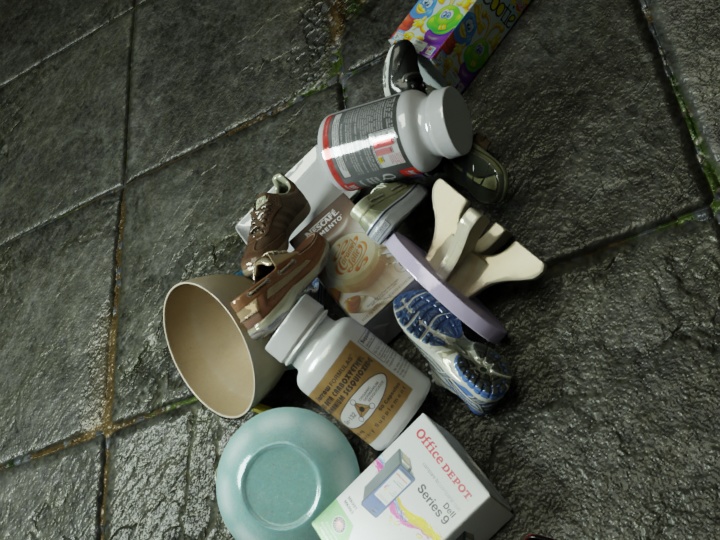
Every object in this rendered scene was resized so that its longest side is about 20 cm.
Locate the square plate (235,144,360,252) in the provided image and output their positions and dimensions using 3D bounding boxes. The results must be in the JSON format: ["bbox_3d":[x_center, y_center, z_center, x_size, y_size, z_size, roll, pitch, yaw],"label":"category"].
[{"bbox_3d":[-0.098,-0.094,1.429,0.200,0.028,0.198,-45,35,3],"label":"square plate"}]

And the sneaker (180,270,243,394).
[{"bbox_3d":[-0.230,0.087,1.394,0.082,0.073,0.202,27,92,55],"label":"sneaker"}]

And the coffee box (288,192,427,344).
[{"bbox_3d":[0.000,0.000,1.289,0.114,0.080,0.200,-41,53,-2],"label":"coffee box"}]

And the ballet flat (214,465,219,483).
[{"bbox_3d":[-0.113,0.268,1.234,0.198,0.064,0.068,-21,56,22],"label":"ballet flat"}]

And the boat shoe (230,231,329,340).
[{"bbox_3d":[-0.105,0.004,1.201,0.076,0.072,0.201,-35,15,40],"label":"boat shoe"}]

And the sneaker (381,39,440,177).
[{"bbox_3d":[0.088,-0.240,1.342,0.087,0.075,0.203,8,107,37],"label":"sneaker"}]

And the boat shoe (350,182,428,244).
[{"bbox_3d":[0.044,-0.096,1.264,0.062,0.200,0.072,42,113,1],"label":"boat shoe"}]

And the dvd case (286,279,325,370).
[{"bbox_3d":[-0.120,0.059,1.386,0.144,0.022,0.202,-14,57,27],"label":"dvd case"}]

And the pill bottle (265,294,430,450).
[{"bbox_3d":[-0.018,0.126,1.157,0.199,0.114,0.115,38,86,1],"label":"pill bottle"}]

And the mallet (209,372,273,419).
[{"bbox_3d":[-0.132,0.195,1.311,0.198,0.041,0.067,6,66,31],"label":"mallet"}]

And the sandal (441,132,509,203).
[{"bbox_3d":[0.166,-0.157,1.296,0.057,0.081,0.202,-9,39,-21],"label":"sandal"}]

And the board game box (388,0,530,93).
[{"bbox_3d":[0.157,-0.390,1.403,0.103,0.105,0.201,34,86,40],"label":"board game box"}]

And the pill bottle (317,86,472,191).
[{"bbox_3d":[0.048,-0.186,1.269,0.198,0.116,0.117,-11,59,31],"label":"pill bottle"}]

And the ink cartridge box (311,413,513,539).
[{"bbox_3d":[0.061,0.298,1.087,0.200,0.088,0.145,-43,49,2],"label":"ink cartridge box"}]

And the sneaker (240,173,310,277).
[{"bbox_3d":[-0.137,-0.068,1.308,0.070,0.076,0.201,-24,22,29],"label":"sneaker"}]

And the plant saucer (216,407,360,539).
[{"bbox_3d":[-0.099,0.281,1.177,0.198,0.039,0.204,-1,82,9],"label":"plant saucer"}]

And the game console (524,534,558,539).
[{"bbox_3d":[0.248,0.381,0.896,0.198,0.119,0.174,6,68,36],"label":"game console"}]

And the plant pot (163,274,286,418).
[{"bbox_3d":[-0.167,0.088,1.283,0.199,0.203,0.134,18,32,39],"label":"plant pot"}]

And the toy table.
[{"bbox_3d":[0.139,-0.016,1.169,0.200,0.184,0.118,40,101,9],"label":"toy table"}]

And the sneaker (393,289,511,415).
[{"bbox_3d":[0.105,0.109,1.158,0.076,0.086,0.200,-24,53,-26],"label":"sneaker"}]
